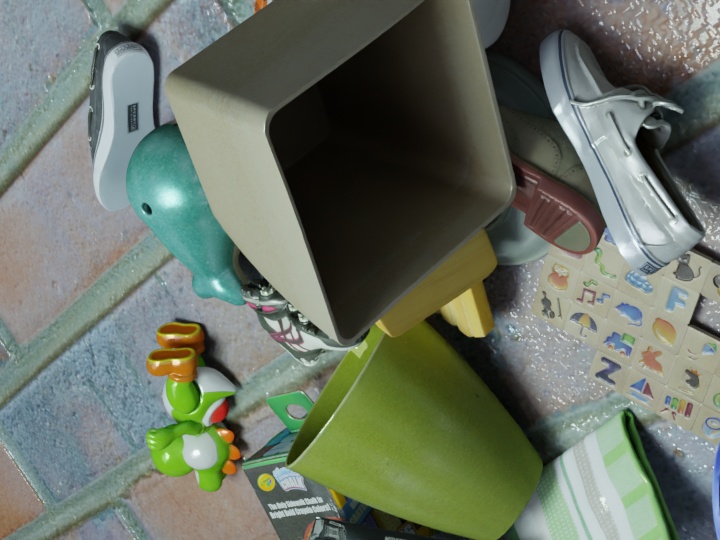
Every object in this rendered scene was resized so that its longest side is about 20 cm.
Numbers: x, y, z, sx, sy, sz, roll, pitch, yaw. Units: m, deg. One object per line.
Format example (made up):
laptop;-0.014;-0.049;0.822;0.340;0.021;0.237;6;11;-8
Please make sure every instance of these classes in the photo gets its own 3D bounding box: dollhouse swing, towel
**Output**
dollhouse swing;0.000;0.000;1.234;0.199;0.181;0.177;35;144;35
towel;0.199;0.235;1.291;0.200;0.030;0.150;-49;51;45

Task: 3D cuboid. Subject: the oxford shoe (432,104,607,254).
oxford shoe;0.122;-0.098;1.140;0.200;0.075;0.071;41;151;6

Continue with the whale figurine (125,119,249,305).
whale figurine;-0.172;-0.049;1.451;0.158;0.104;0.202;11;122;38

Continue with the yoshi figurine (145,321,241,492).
yoshi figurine;-0.207;0.165;1.628;0.112;0.112;0.202;28;136;48

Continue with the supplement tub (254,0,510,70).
supplement tub;0.012;-0.216;1.161;0.199;0.122;0.124;-6;111;44

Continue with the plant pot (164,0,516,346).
plant pot;-0.027;-0.103;1.066;0.176;0.200;0.201;24;144;43

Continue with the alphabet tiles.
alphabet tiles;0.238;0.042;1.187;0.199;0.008;0.168;28;132;21

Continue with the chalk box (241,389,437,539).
chalk box;-0.025;0.207;1.465;0.124;0.124;0.202;-17;102;48

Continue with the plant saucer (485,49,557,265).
plant saucer;0.093;-0.089;1.221;0.199;0.050;0.202;23;128;32

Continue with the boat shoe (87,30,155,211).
boat shoe;-0.257;-0.158;1.495;0.066;0.069;0.201;46;143;36

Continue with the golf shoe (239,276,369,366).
golf shoe;-0.040;0.051;1.404;0.199;0.077;0.089;23;140;58

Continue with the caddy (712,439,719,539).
caddy;0.332;0.199;1.113;0.104;0.141;0.202;-4;111;40

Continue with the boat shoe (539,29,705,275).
boat shoe;0.205;-0.105;1.074;0.086;0.074;0.204;-31;68;31

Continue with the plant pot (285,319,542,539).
plant pot;0.063;0.157;1.328;0.199;0.188;0.187;34;137;-5

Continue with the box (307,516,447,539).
box;0.049;0.321;1.364;0.198;0.050;0.159;7;129;12
